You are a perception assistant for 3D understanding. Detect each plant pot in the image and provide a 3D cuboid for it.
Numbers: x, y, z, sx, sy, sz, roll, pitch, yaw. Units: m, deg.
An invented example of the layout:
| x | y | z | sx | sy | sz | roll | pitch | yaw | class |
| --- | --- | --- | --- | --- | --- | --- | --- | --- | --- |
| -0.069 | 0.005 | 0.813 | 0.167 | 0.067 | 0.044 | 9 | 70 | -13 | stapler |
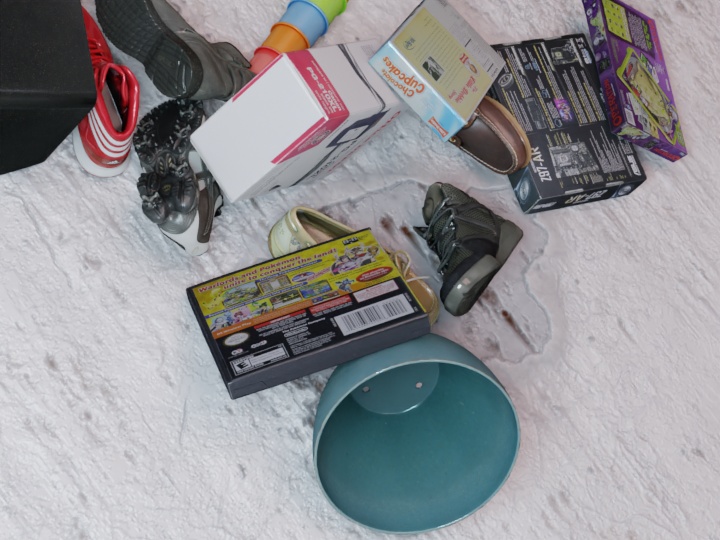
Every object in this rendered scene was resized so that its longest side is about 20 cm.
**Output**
| x | y | z | sx | sy | sz | roll | pitch | yaw | class |
| --- | --- | --- | --- | --- | --- | --- | --- | --- | --- |
| 0.043 | 0.136 | 1.588 | 0.199 | 0.201 | 0.135 | 14 | 26 | -19 | plant pot |
| -0.363 | -0.194 | 1.542 | 0.177 | 0.199 | 0.201 | 3 | 64 | -36 | plant pot |

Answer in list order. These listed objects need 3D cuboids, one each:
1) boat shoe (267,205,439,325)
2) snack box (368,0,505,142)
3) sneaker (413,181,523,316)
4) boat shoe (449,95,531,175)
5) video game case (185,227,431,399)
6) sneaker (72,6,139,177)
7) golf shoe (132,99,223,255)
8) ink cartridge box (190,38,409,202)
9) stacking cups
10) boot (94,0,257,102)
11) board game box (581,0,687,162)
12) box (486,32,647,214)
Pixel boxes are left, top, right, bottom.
| x | y | z | sx | sy | sz | roll | pitch | yaw | class |
| --- | --- | --- | --- | --- | --- | --- | --- | --- | --- |
| 0.000 | 0.000 | 1.690 | 0.199 | 0.063 | 0.074 | 26 | 57 | -13 | boat shoe |
| 0.085 | -0.221 | 1.731 | 0.116 | 0.037 | 0.200 | 46 | 29 | -6 | snack box |
| 0.097 | -0.024 | 1.718 | 0.114 | 0.076 | 0.200 | 34 | 31 | 2 | sneaker |
| 0.102 | -0.177 | 1.821 | 0.200 | 0.071 | 0.070 | 44 | 43 | 11 | boat shoe |
| -0.053 | 0.038 | 1.567 | 0.199 | 0.026 | 0.181 | -19 | 33 | -9 | video game case |
| -0.260 | -0.205 | 1.632 | 0.078 | 0.116 | 0.201 | -14 | 73 | -30 | sneaker |
| -0.182 | -0.097 | 1.653 | 0.201 | 0.077 | 0.095 | -90 | 159 | -46 | golf shoe |
| -0.054 | -0.154 | 1.647 | 0.085 | 0.145 | 0.200 | 56 | 29 | 7 | ink cartridge box |
| -0.068 | -0.269 | 1.790 | 0.060 | 0.061 | 0.200 | 38 | 56 | -4 | stacking cups |
| -0.187 | -0.237 | 1.702 | 0.130 | 0.068 | 0.200 | 6 | 41 | -53 | boot |
| 0.328 | -0.235 | 1.953 | 0.120 | 0.032 | 0.201 | 17 | 53 | -36 | board game box |
| 0.226 | -0.173 | 1.895 | 0.159 | 0.044 | 0.201 | -12 | 72 | -30 | box |
